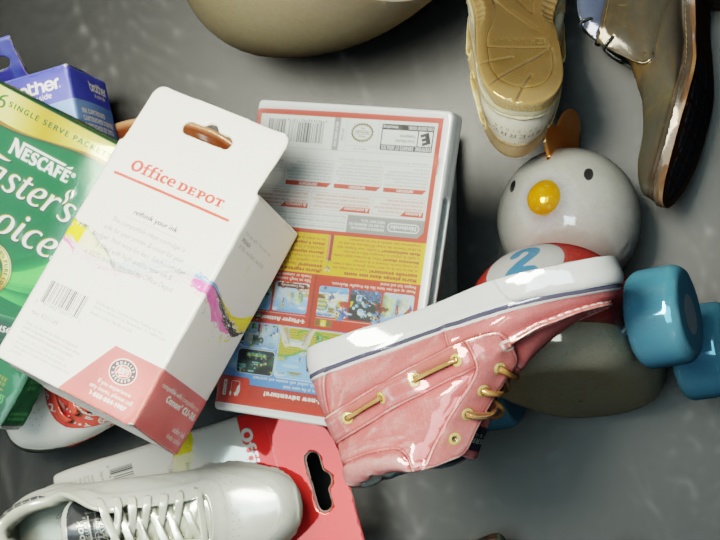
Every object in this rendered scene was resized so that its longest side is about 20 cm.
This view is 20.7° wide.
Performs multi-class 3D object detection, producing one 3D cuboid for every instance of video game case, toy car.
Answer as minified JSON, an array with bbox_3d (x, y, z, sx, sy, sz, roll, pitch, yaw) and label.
[{"bbox_3d":[-0.015,-0.004,1.227,0.143,0.017,0.201,6,86,30],"label":"video game case"},{"bbox_3d":[0.129,-0.014,1.263,0.184,0.177,0.201,-11,70,23],"label":"toy car"}]

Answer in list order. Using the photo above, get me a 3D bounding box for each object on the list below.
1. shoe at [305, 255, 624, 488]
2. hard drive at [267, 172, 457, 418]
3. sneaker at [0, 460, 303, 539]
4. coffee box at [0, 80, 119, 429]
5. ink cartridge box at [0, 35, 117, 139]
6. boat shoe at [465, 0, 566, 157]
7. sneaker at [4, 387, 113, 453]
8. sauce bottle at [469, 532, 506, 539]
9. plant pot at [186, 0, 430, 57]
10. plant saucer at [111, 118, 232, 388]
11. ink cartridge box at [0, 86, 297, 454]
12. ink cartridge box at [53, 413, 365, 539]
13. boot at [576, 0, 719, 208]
[{"bbox_3d":[0.068,0.061,1.137,0.200,0.071,0.091,-20,80,20],"label":"shoe"},{"bbox_3d":[0.000,0.000,1.305,0.139,0.033,0.201,4,81,-30],"label":"hard drive"},{"bbox_3d":[-0.137,0.166,1.275,0.199,0.080,0.077,-9,82,11],"label":"sneaker"},{"bbox_3d":[-0.233,-0.012,1.290,0.123,0.044,0.200,29,92,13],"label":"coffee box"},{"bbox_3d":[-0.235,-0.056,1.357,0.136,0.076,0.201,-16,81,11],"label":"ink cartridge box"},{"bbox_3d":[0.099,-0.156,1.294,0.073,0.069,0.200,7,47,1],"label":"boat shoe"},{"bbox_3d":[-0.167,0.065,1.312,0.201,0.108,0.067,-21,81,10],"label":"sneaker"},{"bbox_3d":[0.012,0.235,1.315,0.199,0.065,0.065,-21,81,12],"label":"sauce bottle"},{"bbox_3d":[-0.048,-0.219,1.316,0.201,0.200,0.134,54,134,11],"label":"plant pot"},{"bbox_3d":[-0.143,-0.007,1.385,0.200,0.032,0.201,-1,85,12],"label":"plant saucer"},{"bbox_3d":[-0.121,-0.003,1.222,0.116,0.067,0.200,24,79,29],"label":"ink cartridge box"},{"bbox_3d":[-0.096,0.165,1.341,0.199,0.067,0.117,-17,82,11],"label":"ink cartridge box"},{"bbox_3d":[0.185,-0.141,1.306,0.097,0.075,0.201,8,77,23],"label":"boot"}]
